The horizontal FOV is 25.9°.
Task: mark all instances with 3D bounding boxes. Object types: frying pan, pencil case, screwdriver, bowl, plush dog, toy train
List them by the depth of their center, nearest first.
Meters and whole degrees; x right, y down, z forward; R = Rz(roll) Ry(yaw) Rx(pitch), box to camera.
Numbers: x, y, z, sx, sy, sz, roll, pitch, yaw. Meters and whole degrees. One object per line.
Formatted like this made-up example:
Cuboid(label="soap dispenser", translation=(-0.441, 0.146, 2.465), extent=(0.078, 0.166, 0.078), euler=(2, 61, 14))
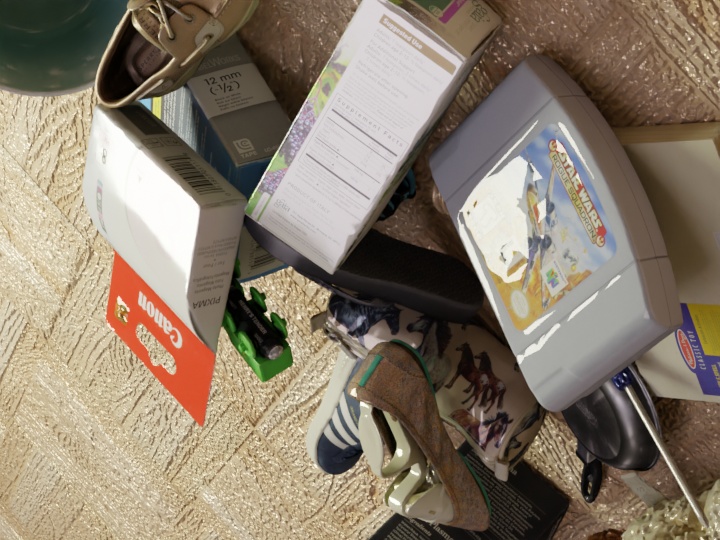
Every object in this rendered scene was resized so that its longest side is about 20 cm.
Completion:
Cuboid(label="screwdriver", translation=(0.185, 0.089, 1.047), extent=(0.029, 0.028, 0.201), euler=(47, -165, -44))
Cuboid(label="plush dog", translation=(0.218, 0.252, 1.091), extent=(0.158, 0.172, 0.202), euler=(3, 127, 20))
Cuboid(label="frying pan", translation=(0.167, 0.110, 1.171), extent=(0.116, 0.031, 0.190), euler=(60, 157, 11))
Cuboid(label="toy train", translation=(-0.113, 0.007, 1.207), extent=(0.200, 0.041, 0.057), euler=(49, 160, 35))
Cuboid(label="bowl", translation=(-0.252, -0.241, 1.213), extent=(0.202, 0.199, 0.105), euler=(63, 170, -19))
Cuboid(label="pencil case", translation=(0.058, 0.073, 1.215), extent=(0.199, 0.090, 0.078), euler=(38, 161, 17))

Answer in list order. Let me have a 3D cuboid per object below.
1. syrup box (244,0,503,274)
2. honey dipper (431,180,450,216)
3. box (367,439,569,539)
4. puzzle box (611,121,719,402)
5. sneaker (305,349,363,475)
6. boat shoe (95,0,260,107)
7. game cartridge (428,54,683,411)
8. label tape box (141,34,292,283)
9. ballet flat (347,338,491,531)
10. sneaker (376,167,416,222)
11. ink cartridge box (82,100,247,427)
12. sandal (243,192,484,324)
Cuboid(label="syrup box", translation=(0.007, -0.103, 1.051), extent=(0.081, 0.079, 0.201), euler=(34, 126, 3))
Cuboid(label="honey dipper", translation=(0.124, -0.030, 1.055), extent=(0.199, 0.038, 0.038), euler=(26, 141, 47))
Cuboid(label="box", translation=(0.064, 0.266, 1.312), extent=(0.104, 0.182, 0.201), euler=(37, 145, 17))
Cuboid(label="puzzle box", translation=(0.212, -0.001, 1.017), extent=(0.132, 0.025, 0.202), euler=(3, 124, 49))
Cuboid(label="sneaker", translation=(0.012, 0.130, 1.338), extent=(0.084, 0.075, 0.201), euler=(42, 146, 20))
Cuboid(label="boat shoe", translation=(-0.129, -0.180, 1.113), extent=(0.071, 0.064, 0.200), euler=(48, 136, 6))
Cuboid(label="game cartridge", translation=(0.124, -0.028, 1.002), extent=(0.133, 0.041, 0.202), euler=(-47, 60, 47))
Cuboid(label="label tape box", translation=(-0.117, -0.111, 1.254), extent=(0.201, 0.065, 0.144), euler=(60, 155, 32))
Cuboid(label="ballet flat", translation=(0.038, 0.141, 1.171), extent=(0.068, 0.067, 0.201), euler=(12, 138, 46))
Cuboid(label="sneaker", translation=(-0.005, -0.054, 1.183), extent=(0.081, 0.073, 0.201), euler=(30, 146, 14))
Cuboid(label="ink cartridge box", translation=(-0.159, -0.003, 1.181), extent=(0.162, 0.057, 0.202), euler=(41, 124, 40))
Cuboid(label="sandal", translation=(0.000, 0.001, 1.144), extent=(0.198, 0.077, 0.043), euler=(23, 124, -23))
